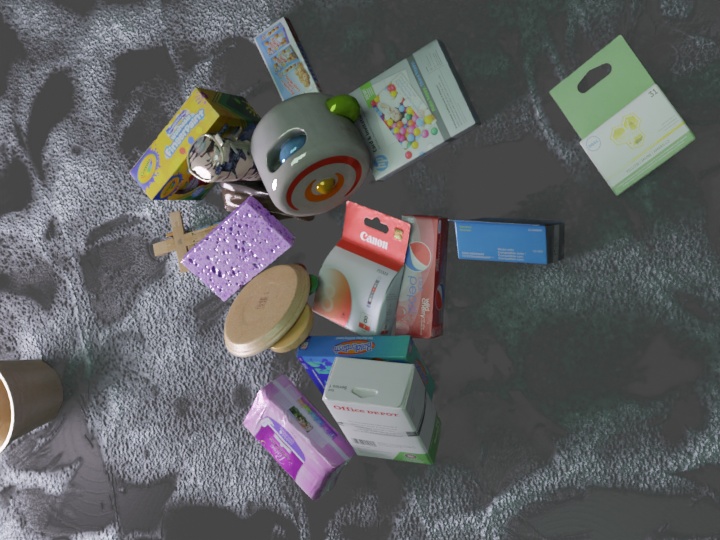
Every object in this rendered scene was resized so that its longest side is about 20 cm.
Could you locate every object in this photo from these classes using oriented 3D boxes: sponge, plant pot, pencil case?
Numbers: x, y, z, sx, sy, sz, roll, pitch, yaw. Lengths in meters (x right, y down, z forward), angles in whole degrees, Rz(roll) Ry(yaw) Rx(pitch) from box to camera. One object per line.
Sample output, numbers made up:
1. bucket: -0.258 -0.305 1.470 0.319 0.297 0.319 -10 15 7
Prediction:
1. sponge: -0.220 -0.037 1.717 0.112 0.030 0.199 44 123 -15
2. plant pot: -0.698 0.257 1.900 0.197 0.183 0.205 1 94 22
3. pencil case: -0.201 -0.195 1.657 0.089 0.199 0.079 -26 80 35

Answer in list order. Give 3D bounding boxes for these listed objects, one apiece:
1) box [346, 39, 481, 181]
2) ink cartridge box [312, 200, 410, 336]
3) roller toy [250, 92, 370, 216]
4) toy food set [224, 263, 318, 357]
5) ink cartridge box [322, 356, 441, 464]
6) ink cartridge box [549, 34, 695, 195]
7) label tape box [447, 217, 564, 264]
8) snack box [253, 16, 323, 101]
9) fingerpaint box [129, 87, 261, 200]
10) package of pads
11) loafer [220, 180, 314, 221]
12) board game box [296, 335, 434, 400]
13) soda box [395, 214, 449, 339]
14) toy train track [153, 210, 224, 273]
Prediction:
1. box: 0.082 -0.266 1.611 0.198 0.041 0.158 -27 83 23
2. ink cartridge box: 0.000 0.000 1.623 0.161 0.050 0.204 23 111 42
3. roller toy: -0.080 -0.184 1.587 0.180 0.201 0.141 -17 62 -19
4. toy food set: -0.156 0.069 1.672 0.198 0.200 0.049 -23 129 31
5. ink cartridge box: 0.039 0.231 1.574 0.144 0.201 0.085 3 55 22
6. ink cartridge box: 0.397 -0.239 1.476 0.145 0.048 0.202 -37 82 21
7. label tape box: 0.226 -0.046 1.478 0.142 0.199 0.065 4 96 22
8. snack box: -0.117 -0.341 1.699 0.071 0.024 0.203 -28 83 23
9. fingerpaint box: -0.286 -0.217 1.702 0.074 0.166 0.200 48 108 13
10. package of pads: -0.109 0.296 1.696 0.200 0.075 0.121 44 132 16
11. loafer: -0.161 -0.117 1.715 0.197 0.073 0.072 17 113 24
12. board game box: 0.011 0.168 1.616 0.197 0.153 0.046 -3 51 23
13. soda box: 0.103 0.010 1.608 0.069 0.063 0.204 5 95 22
14. toy train track: -0.293 -0.063 1.792 0.197 0.032 0.117 -16 81 17
